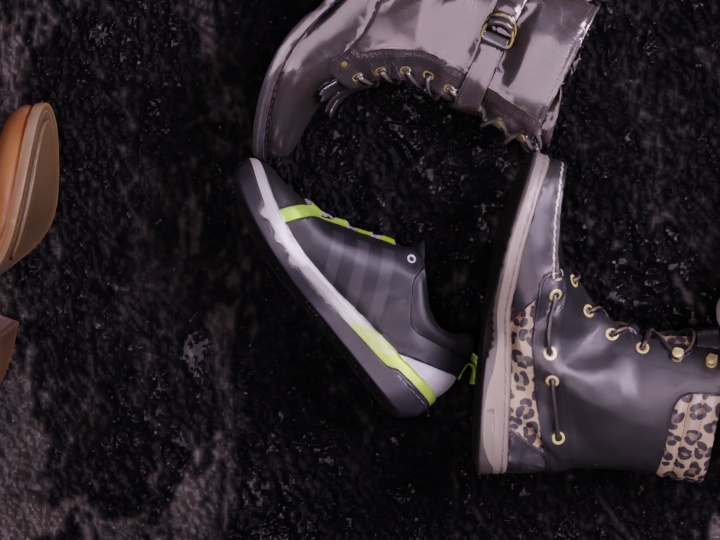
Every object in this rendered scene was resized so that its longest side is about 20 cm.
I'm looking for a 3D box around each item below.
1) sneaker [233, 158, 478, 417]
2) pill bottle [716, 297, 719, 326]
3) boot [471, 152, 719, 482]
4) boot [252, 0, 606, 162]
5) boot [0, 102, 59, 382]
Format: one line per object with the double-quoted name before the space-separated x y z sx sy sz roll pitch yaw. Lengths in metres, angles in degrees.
"sneaker" 0.000 0.000 1.658 0.083 0.072 0.200 -39 95 -8
"pill bottle" 0.312 -0.014 1.569 0.112 0.112 0.200 39 103 2
"boot" 0.151 0.035 1.618 0.149 0.073 0.202 8 95 -1
"boot" 0.041 -0.120 1.624 0.173 0.069 0.201 31 104 1
"boot" -0.284 -0.031 1.692 0.154 0.074 0.201 20 98 11
